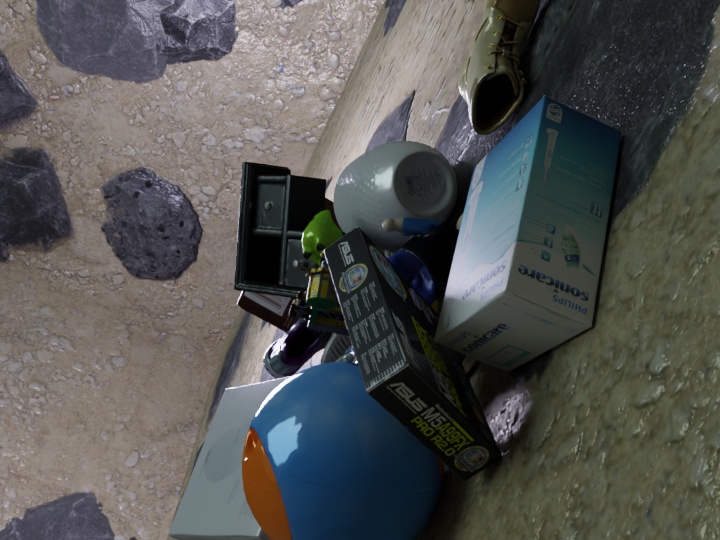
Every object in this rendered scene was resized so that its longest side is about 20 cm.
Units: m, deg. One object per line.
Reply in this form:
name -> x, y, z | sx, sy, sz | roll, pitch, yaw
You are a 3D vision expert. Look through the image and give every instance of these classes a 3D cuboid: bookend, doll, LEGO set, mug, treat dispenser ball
bookend -> -0.087, -0.059, 1.405 | 0.200, 0.092, 0.199 | 7, 94, 43
doll -> 0.070, -0.007, 1.065 | 0.200, 0.136, 0.048 | -37, -19, -17
LEGO set -> 0.018, 0.014, 1.156 | 0.154, 0.199, 0.116 | 93, -175, -67
mug -> 0.058, -0.080, 1.290 | 0.175, 0.147, 0.201 | 166, 100, -71
treat dispenser ball -> -0.017, 0.191, 0.928 | 0.201, 0.200, 0.201 | -158, 90, -79

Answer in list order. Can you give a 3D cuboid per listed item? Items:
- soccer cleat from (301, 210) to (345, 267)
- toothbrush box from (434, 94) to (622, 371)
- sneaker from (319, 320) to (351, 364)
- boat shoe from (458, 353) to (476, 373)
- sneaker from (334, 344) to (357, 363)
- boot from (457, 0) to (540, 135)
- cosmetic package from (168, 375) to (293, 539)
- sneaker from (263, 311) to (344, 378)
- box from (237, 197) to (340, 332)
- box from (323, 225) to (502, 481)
soccer cleat -> 0.000, 0.000, 1.279 | 0.067, 0.200, 0.081 | -23, 31, 38
toothbrush box -> 0.149, -0.029, 0.844 | 0.146, 0.085, 0.200 | 133, 157, -60
sneaker -> -0.038, 0.151, 1.432 | 0.105, 0.075, 0.201 | -134, 62, -73
boat shoe -> 0.079, 0.092, 1.007 | 0.072, 0.065, 0.200 | -82, 18, -56
sneaker -> 0.013, 0.125, 1.292 | 0.200, 0.077, 0.085 | -33, 27, 60
boot -> 0.184, -0.284, 1.197 | 0.156, 0.073, 0.200 | -87, 20, -60
cosmetic package -> -0.097, 0.242, 1.112 | 0.200, 0.123, 0.200 | -19, 45, 50
sneaker -> -0.059, 0.085, 1.417 | 0.200, 0.074, 0.088 | -49, 6, -30
box -> -0.084, -0.006, 1.630 | 0.166, 0.164, 0.200 | -62, -1, 33
box -> 0.045, 0.073, 0.856 | 0.044, 0.160, 0.200 | -34, 36, 12
